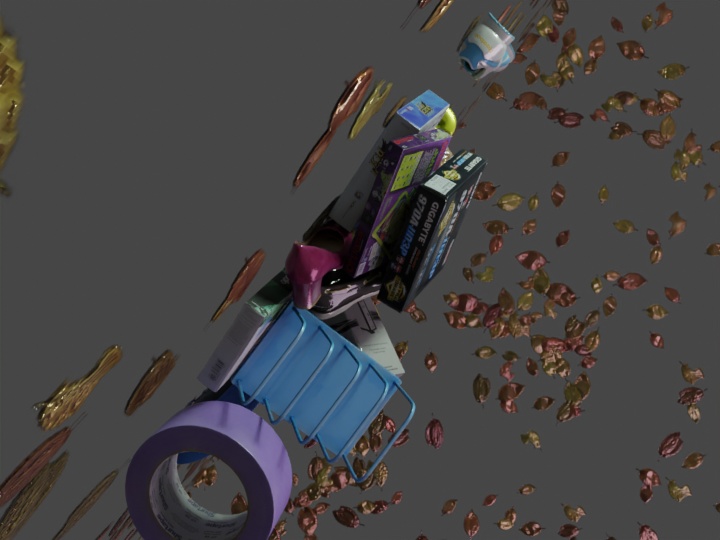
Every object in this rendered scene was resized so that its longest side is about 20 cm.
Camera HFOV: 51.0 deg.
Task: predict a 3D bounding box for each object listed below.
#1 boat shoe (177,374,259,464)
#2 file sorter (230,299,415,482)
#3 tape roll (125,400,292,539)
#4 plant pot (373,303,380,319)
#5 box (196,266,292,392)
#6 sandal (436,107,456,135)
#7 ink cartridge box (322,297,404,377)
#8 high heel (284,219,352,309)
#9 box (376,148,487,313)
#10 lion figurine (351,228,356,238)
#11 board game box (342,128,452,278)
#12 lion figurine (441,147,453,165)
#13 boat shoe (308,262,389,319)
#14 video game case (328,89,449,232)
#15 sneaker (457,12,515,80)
[{"bbox_3d":[-0.195,0.199,1.084,0.200,0.084,0.069,-37,-161,-5],"label":"boat shoe"},{"bbox_3d":[-0.047,0.161,0.996,0.139,0.200,0.123,-53,-164,-1],"label":"file sorter"},{"bbox_3d":[-0.195,0.278,0.979,0.200,0.200,0.085,-53,178,17],"label":"tape roll"},{"bbox_3d":[-0.086,0.132,1.492,0.201,0.200,0.183,-54,162,25],"label":"plant pot"},{"bbox_3d":[-0.135,0.065,1.039,0.145,0.036,0.200,-54,179,28],"label":"box"},{"bbox_3d":[0.084,-0.188,1.276,0.200,0.079,0.087,-50,-171,-4],"label":"sandal"},{"bbox_3d":[-0.041,0.106,1.174,0.084,0.201,0.146,-2,149,-49],"label":"ink cartridge box"},{"bbox_3d":[-0.054,-0.041,1.021,0.200,0.067,0.096,-58,155,-51],"label":"high heel"},{"bbox_3d":[0.101,-0.057,1.074,0.159,0.046,0.201,-42,156,-52],"label":"box"},{"bbox_3d":[-0.013,-0.047,1.246,0.122,0.073,0.200,-31,173,-27],"label":"lion figurine"},{"bbox_3d":[0.048,-0.090,1.015,0.120,0.032,0.201,-19,140,-47],"label":"board game box"},{"bbox_3d":[0.085,-0.119,1.161,0.200,0.072,0.123,-39,144,-55],"label":"lion figurine"},{"bbox_3d":[0.000,0.000,1.100,0.201,0.072,0.061,-33,150,-36],"label":"boat shoe"},{"bbox_3d":[0.045,-0.165,1.106,0.182,0.045,0.200,-56,177,28],"label":"video game case"},{"bbox_3d":[0.196,-0.349,1.208,0.081,0.077,0.200,-45,174,12],"label":"sneaker"}]
